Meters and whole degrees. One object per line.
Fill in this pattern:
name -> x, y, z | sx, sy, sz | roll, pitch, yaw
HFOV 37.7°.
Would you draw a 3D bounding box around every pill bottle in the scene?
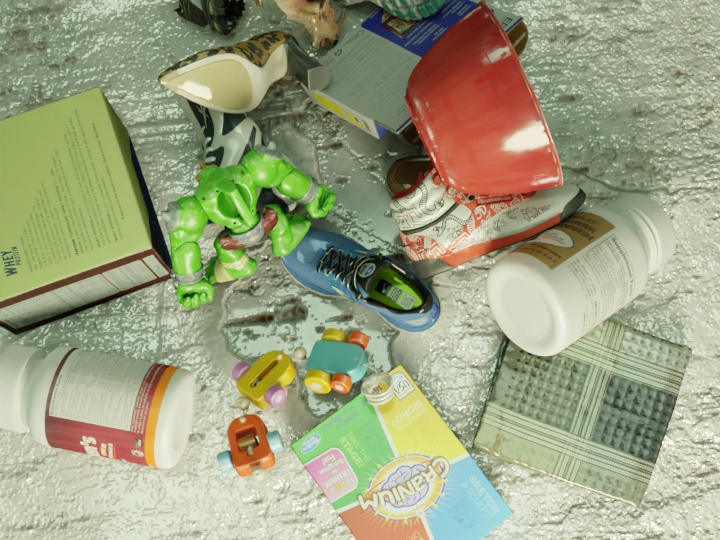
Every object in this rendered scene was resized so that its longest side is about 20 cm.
pill bottle -> -0.286, 0.142, 1.131 | 0.200, 0.110, 0.110 | 10, 76, 5
pill bottle -> 0.240, -0.003, 1.124 | 0.200, 0.114, 0.114 | -30, 75, -29

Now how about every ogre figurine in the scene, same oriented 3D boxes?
ogre figurine -> -0.127, -0.058, 1.124 | 0.200, 0.120, 0.098 | -23, 39, 2

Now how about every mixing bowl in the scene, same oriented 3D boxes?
mixing bowl -> 0.111, -0.153, 1.047 | 0.108, 0.200, 0.200 | -23, 75, 4

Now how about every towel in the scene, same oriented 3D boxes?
towel -> 0.240, 0.138, 1.157 | 0.200, 0.035, 0.193 | 21, 80, 5

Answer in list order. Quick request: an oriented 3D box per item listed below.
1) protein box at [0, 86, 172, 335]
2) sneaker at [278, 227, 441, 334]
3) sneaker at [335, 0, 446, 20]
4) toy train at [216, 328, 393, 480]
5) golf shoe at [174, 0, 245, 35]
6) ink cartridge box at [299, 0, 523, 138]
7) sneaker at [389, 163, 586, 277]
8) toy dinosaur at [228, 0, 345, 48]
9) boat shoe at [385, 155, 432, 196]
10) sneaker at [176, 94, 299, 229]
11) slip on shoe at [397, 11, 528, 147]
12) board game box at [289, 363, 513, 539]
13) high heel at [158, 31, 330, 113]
protein box -> -0.341, -0.063, 1.174 | 0.200, 0.135, 0.199 | -20, 76, -4
sneaker -> 0.000, 0.000, 1.168 | 0.200, 0.089, 0.079 | 24, 76, 8
sneaker -> 0.038, -0.355, 1.237 | 0.091, 0.078, 0.200 | -44, 45, -19
toy train -> -0.063, 0.147, 1.131 | 0.200, 0.056, 0.150 | -24, 48, -3
golf shoe -> -0.199, -0.366, 1.224 | 0.094, 0.200, 0.078 | 11, 47, 17
ink cartridge box -> 0.058, -0.240, 1.205 | 0.198, 0.047, 0.200 | -43, 47, -10
sneaker -> 0.131, -0.077, 1.129 | 0.201, 0.067, 0.108 | -23, 101, 13
toy dinosaur -> -0.069, -0.349, 1.190 | 0.135, 0.200, 0.086 | -18, 57, -28
boat shoe -> 0.127, -0.099, 1.200 | 0.200, 0.068, 0.072 | 10, 77, 6
sneaker -> -0.171, -0.118, 1.210 | 0.130, 0.079, 0.199 | -43, 88, -17
slip on shoe -> 0.111, -0.228, 1.243 | 0.200, 0.076, 0.061 | -49, 39, -2
board game box -> 0.043, 0.225, 1.131 | 0.153, 0.040, 0.200 | -36, 77, -7
high heel -> -0.151, -0.235, 1.205 | 0.200, 0.072, 0.143 | -8, 31, -27
